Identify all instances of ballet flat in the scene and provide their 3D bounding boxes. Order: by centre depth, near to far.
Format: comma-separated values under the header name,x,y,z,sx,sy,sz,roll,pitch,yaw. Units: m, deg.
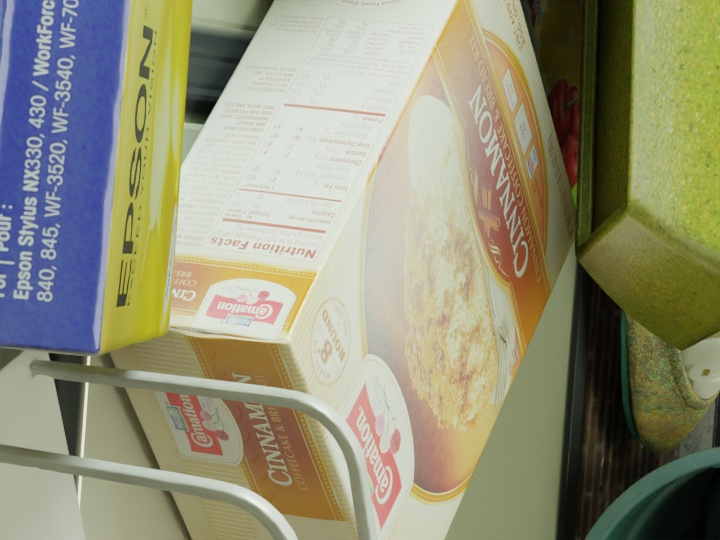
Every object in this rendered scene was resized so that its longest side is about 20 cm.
name,x,y,z,sx,sy,sz,roll,pitch,yaw
ballet flat,0.148,0.003,1.264,0.071,0.070,0.201,-51,139,-49

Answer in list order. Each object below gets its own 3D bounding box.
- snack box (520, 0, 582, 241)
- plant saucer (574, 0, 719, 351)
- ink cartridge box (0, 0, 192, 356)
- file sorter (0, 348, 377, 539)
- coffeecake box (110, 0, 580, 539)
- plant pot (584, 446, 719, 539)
name,x,y,z,sx,sy,sz,roll,pitch,yaw
snack box,0.090,-0.126,1.150,0.200,0.053,0.143,-56,143,-46
plant saucer,0.109,-0.079,0.987,0.200,0.048,0.201,114,-23,-83
ink cartridge box,-0.073,-0.078,0.755,0.200,0.047,0.199,-85,-179,-88
file sorter,-0.084,0.129,0.757,0.200,0.124,0.139,-47,136,-52
coffeecake box,0.000,0.000,0.965,0.154,0.073,0.200,71,35,-43
plant pot,0.214,0.157,1.323,0.196,0.199,0.201,-28,120,-69
